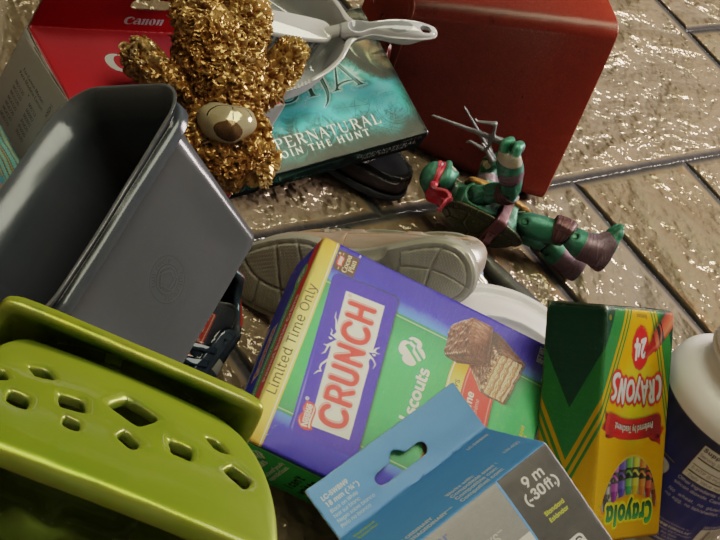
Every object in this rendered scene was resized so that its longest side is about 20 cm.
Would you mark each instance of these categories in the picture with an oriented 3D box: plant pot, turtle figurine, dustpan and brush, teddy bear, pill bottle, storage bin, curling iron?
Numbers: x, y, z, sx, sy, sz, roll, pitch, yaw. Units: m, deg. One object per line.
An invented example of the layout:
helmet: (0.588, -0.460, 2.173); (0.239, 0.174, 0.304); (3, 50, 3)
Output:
plant pot: (0.100, -0.212, 1.811); (0.175, 0.200, 0.201); (6, 42, -18)
plant pot: (-0.170, 0.144, 1.154); (0.199, 0.199, 0.182); (23, 29, -14)
turtle figurine: (0.124, -0.063, 1.719); (0.199, 0.101, 0.150); (31, 3, -11)
dustpan and brush: (-0.037, -0.196, 1.644); (0.199, 0.057, 0.140); (6, 58, -19)
teddy bear: (-0.101, -0.156, 1.431); (0.145, 0.067, 0.201); (29, 60, -29)
pill bottle: (0.270, 0.120, 1.525); (0.119, 0.200, 0.120); (22, 36, -17)
storage bin: (-0.172, -0.004, 1.322); (0.134, 0.145, 0.200); (51, 56, -36)
curling iron: (0.147, 0.051, 1.653); (0.025, 0.050, 0.200); (-1, 42, -41)

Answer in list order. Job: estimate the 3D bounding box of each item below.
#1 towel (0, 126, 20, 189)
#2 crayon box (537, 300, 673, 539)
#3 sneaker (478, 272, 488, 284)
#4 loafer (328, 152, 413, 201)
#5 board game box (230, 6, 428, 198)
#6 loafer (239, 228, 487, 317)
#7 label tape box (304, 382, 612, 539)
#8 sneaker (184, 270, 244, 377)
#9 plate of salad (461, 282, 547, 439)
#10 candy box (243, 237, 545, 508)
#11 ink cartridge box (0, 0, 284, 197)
towel: (-0.251, -0.009, 1.357); (0.201, 0.022, 0.147); (58, 37, -2)
crayon box: (0.176, 0.125, 1.440); (0.051, 0.201, 0.127); (4, 0, 31)
sneaker: (0.078, 0.048, 1.569); (0.199, 0.077, 0.085); (31, 39, -3)
loafer: (-0.032, -0.140, 1.715); (0.200, 0.063, 0.072); (39, 34, 7)
board game box: (-0.057, -0.143, 1.661); (0.199, 0.028, 0.136); (-17, 70, -30)
loafer: (0.000, 0.000, 1.511); (0.199, 0.072, 0.063); (-1, 16, 21)
label tape box: (0.080, 0.186, 1.322); (0.144, 0.063, 0.200); (-34, 88, -27)
sneaker: (-0.128, 0.061, 1.375); (0.075, 0.085, 0.200); (28, 35, -9)
plate of salad: (0.094, 0.107, 1.501); (0.199, 0.048, 0.201); (7, 68, -17)
candy box: (0.023, 0.096, 1.410); (0.199, 0.077, 0.170); (25, 63, -9)
ink cartridge box: (-0.168, -0.122, 1.484); (0.199, 0.176, 0.084); (-4, 50, -41)
